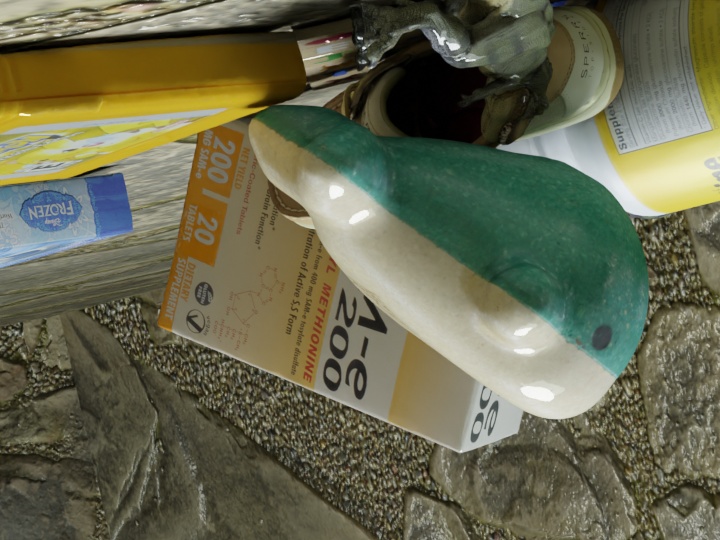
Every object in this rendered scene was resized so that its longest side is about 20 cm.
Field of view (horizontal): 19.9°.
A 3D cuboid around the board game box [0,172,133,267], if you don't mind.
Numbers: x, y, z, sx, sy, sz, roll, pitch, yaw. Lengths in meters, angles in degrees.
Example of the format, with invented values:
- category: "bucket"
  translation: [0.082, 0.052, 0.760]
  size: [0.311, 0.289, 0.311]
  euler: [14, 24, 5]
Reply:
- category: "board game box"
  translation: [-0.280, -0.013, 1.274]
  size: [0.200, 0.044, 0.199]
  euler: [-14, 177, 38]

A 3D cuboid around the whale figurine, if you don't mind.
- category: "whale figurine"
  translation: [0.045, -0.021, 0.894]
  size: [0.104, 0.200, 0.159]
  euler: [-53, -149, -1]

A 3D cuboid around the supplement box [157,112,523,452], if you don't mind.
- category: "supplement box"
  translation: [0.000, 0.000, 1.086]
  size: [0.199, 0.127, 0.073]
  euler: [20, -165, 27]

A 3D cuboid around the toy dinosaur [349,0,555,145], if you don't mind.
- category: "toy dinosaur"
  translation: [0.042, -0.098, 0.815]
  size: [0.088, 0.048, 0.200]
  euler: [-6, 167, -3]

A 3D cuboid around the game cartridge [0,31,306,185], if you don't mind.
- category: "game cartridge"
  translation: [-0.150, -0.059, 0.854]
  size: [0.176, 0.033, 0.200]
  euler: [-14, 179, 43]

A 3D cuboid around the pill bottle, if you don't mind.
- category: "pill bottle"
  translation: [0.165, -0.089, 0.979]
  size: [0.199, 0.112, 0.112]
  euler: [-14, 178, 35]

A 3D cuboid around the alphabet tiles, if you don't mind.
- category: "alphabet tiles"
  translation: [0.020, -0.109, 0.975]
  size: [0.166, 0.006, 0.200]
  euler: [-13, 179, 1]

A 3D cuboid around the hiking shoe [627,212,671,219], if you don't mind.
- category: "hiking shoe"
  translation: [0.193, -0.079, 1.248]
  size: [0.100, 0.076, 0.200]
  euler: [-15, 170, 31]

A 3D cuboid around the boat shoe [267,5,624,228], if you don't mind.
- category: "boat shoe"
  translation: [0.025, -0.074, 0.969]
  size: [0.200, 0.074, 0.066]
  euler: [-27, 166, 32]
